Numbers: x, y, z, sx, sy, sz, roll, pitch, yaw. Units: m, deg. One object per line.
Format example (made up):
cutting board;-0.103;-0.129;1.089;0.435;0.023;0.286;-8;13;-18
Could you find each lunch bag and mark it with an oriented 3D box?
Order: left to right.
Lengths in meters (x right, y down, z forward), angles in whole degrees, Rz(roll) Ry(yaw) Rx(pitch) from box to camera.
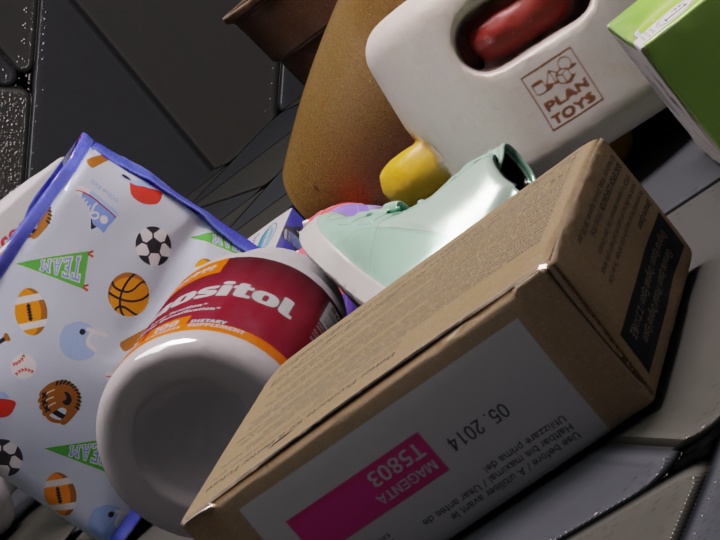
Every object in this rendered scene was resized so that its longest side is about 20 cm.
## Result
lunch bag;-0.159;0.040;1.509;0.200;0.170;0.124;-56;10;3

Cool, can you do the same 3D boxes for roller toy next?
roller toy;0.107;-0.119;1.389;0.200;0.140;0.182;-32;0;-37

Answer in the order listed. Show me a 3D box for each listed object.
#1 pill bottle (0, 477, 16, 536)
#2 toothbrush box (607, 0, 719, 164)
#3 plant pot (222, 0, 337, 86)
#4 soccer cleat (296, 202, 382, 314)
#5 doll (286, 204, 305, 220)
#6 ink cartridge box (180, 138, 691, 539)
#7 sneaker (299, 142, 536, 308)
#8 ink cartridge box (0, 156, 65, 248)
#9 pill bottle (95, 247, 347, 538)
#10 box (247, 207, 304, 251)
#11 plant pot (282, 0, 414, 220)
pill bottle;-0.334;0.183;1.855;0.200;0.111;0.111;-42;8;-21
toothbrush box;0.228;-0.144;1.181;0.200;0.086;0.146;-37;8;6
plant pot;0.038;-0.173;1.798;0.200;0.198;0.200;-40;8;6
soccer cleat;0.000;0.000;1.529;0.076;0.067;0.200;-15;16;4
doll;-0.036;-0.034;1.911;0.200;0.048;0.137;-32;21;33
ink cartridge box;0.037;0.048;1.037;0.200;0.075;0.165;-36;10;24
sneaker;0.042;-0.019;1.332;0.118;0.074;0.200;-46;23;-3
ink cartridge box;-0.204;0.045;1.698;0.146;0.200;0.083;-46;10;-38
pill bottle;-0.065;0.057;1.315;0.113;0.113;0.200;-37;9;18
box;-0.105;0.033;1.833;0.200;0.041;0.119;-37;18;30
plant pot;0.037;-0.114;1.644;0.200;0.186;0.186;-51;1;32
